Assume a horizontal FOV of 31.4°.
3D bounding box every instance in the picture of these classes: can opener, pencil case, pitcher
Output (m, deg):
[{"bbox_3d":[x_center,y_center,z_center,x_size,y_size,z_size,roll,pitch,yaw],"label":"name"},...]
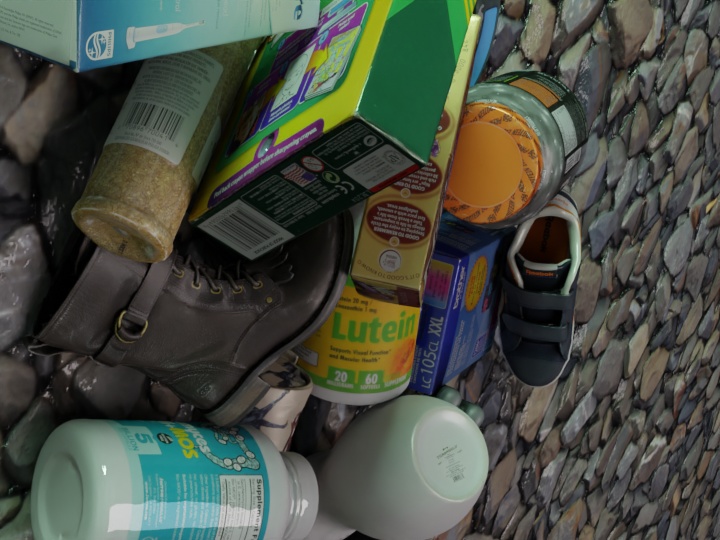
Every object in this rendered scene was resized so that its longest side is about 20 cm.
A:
[{"bbox_3d":[0.075,0.148,1.260,0.067,0.053,0.200,-54,-179,-4],"label":"can opener"},{"bbox_3d":[-0.096,0.164,1.057,0.089,0.077,0.202,-33,138,-75],"label":"pencil case"},{"bbox_3d":[0.039,0.173,1.140,0.171,0.199,0.122,-26,87,-38],"label":"pitcher"}]

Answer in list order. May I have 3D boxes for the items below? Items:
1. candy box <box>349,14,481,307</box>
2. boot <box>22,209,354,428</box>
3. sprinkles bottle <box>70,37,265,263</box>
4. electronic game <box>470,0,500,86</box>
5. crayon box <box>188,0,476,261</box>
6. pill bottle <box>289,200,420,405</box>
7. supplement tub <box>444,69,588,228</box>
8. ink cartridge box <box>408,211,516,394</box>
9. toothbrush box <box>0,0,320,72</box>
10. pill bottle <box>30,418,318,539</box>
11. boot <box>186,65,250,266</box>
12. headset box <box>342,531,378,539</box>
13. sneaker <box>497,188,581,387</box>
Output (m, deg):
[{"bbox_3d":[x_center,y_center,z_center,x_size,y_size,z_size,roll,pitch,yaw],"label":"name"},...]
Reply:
[{"bbox_3d":[0.041,-0.080,0.942,0.117,0.056,0.202,74,28,-82],"label":"candy box"},{"bbox_3d":[-0.113,0.005,0.876,0.173,0.069,0.201,34,91,-30],"label":"boot"},{"bbox_3d":[-0.118,-0.107,0.829,0.068,0.068,0.202,56,49,-54],"label":"sprinkles bottle"},{"bbox_3d":[0.066,-0.214,1.118,0.199,0.041,0.202,-35,135,-43],"label":"electronic game"},{"bbox_3d":[-0.013,-0.116,0.788,0.058,0.199,0.174,31,60,-23],"label":"crayon box"},{"bbox_3d":[0.000,0.000,1.075,0.111,0.110,0.202,-23,127,-50],"label":"pill bottle"},{"bbox_3d":[0.126,-0.106,1.115,0.200,0.121,0.124,-34,138,-67],"label":"supplement tub"},{"bbox_3d":[0.073,0.029,1.216,0.200,0.076,0.138,-24,128,-61],"label":"ink cartridge box"},{"bbox_3d":[-0.133,-0.183,0.721,0.199,0.145,0.086,-22,127,-50],"label":"toothbrush box"},{"bbox_3d":[-0.128,0.165,0.926,0.198,0.110,0.112,8,102,-40],"label":"pill bottle"},{"bbox_3d":[-0.070,-0.066,0.974,0.131,0.067,0.201,-58,149,-27],"label":"boot"},{"bbox_3d":[-0.033,0.325,1.184,0.200,0.148,0.076,-47,142,-31],"label":"headset box"},{"bbox_3d":[0.172,0.022,1.237,0.079,0.077,0.203,-50,143,-75],"label":"sneaker"}]
